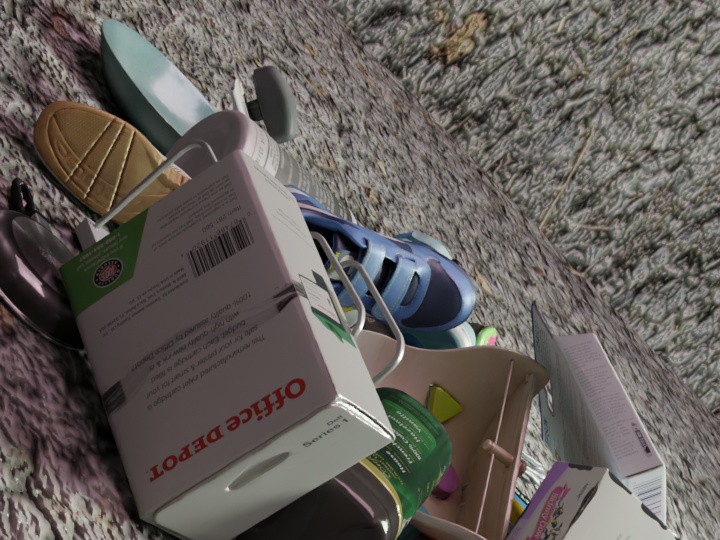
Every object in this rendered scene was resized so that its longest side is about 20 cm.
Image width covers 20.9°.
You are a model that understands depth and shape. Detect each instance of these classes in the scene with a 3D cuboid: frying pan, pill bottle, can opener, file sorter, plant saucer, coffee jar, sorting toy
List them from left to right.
[{"bbox_3d":[-0.207,-0.007,1.303,0.115,0.031,0.190,49,14,-8],"label":"frying pan"},{"bbox_3d":[-0.183,-0.149,1.828,0.201,0.039,0.201,46,12,-12],"label":"plant saucer"},{"bbox_3d":[-0.085,0.018,1.428,0.200,0.125,0.139,38,15,-41],"label":"file sorter"},{"bbox_3d":[-0.074,-0.036,1.672,0.200,0.114,0.114,41,13,-33],"label":"pill bottle"},{"bbox_3d":[-0.079,-0.087,1.800,0.053,0.066,0.200,-49,125,-79],"label":"can opener"},{"bbox_3d":[-0.009,0.150,1.289,0.085,0.104,0.200,42,18,4],"label":"coffee jar"},{"bbox_3d":[0.042,0.134,1.557,0.180,0.107,0.200,33,45,-17],"label":"sorting toy"}]

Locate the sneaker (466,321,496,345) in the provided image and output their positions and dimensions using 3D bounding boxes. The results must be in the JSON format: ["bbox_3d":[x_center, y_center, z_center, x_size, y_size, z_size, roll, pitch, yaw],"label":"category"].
[{"bbox_3d":[0.065,0.070,1.866,0.084,0.077,0.200,29,-10,-18],"label":"sneaker"}]

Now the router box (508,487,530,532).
[{"bbox_3d":[0.160,0.271,1.696,0.200,0.051,0.149,45,14,-14],"label":"router box"}]

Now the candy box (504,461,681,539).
[{"bbox_3d":[0.185,0.271,1.480,0.200,0.168,0.072,44,-19,-22],"label":"candy box"}]

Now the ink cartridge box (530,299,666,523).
[{"bbox_3d":[0.199,0.150,1.621,0.200,0.041,0.200,80,-10,-49],"label":"ink cartridge box"}]

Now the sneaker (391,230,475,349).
[{"bbox_3d":[0.059,0.019,1.793,0.200,0.131,0.080,25,-47,42],"label":"sneaker"}]

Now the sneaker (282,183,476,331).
[{"bbox_3d":[0.000,0.000,1.571,0.200,0.074,0.082,23,9,-8],"label":"sneaker"}]

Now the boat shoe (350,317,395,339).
[{"bbox_3d":[0.014,0.093,1.701,0.200,0.067,0.057,58,10,26],"label":"boat shoe"}]

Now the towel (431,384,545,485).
[{"bbox_3d":[0.073,0.125,1.805,0.147,0.024,0.200,38,-3,-40],"label":"towel"}]

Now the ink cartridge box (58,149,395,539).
[{"bbox_3d":[-0.085,0.050,1.204,0.084,0.146,0.200,39,23,-53],"label":"ink cartridge box"}]

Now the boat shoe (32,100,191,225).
[{"bbox_3d":[-0.177,-0.064,1.524,0.200,0.071,0.069,35,-10,-25],"label":"boat shoe"}]

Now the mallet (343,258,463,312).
[{"bbox_3d":[-0.004,0.015,1.642,0.066,0.200,0.041,60,-30,10],"label":"mallet"}]
